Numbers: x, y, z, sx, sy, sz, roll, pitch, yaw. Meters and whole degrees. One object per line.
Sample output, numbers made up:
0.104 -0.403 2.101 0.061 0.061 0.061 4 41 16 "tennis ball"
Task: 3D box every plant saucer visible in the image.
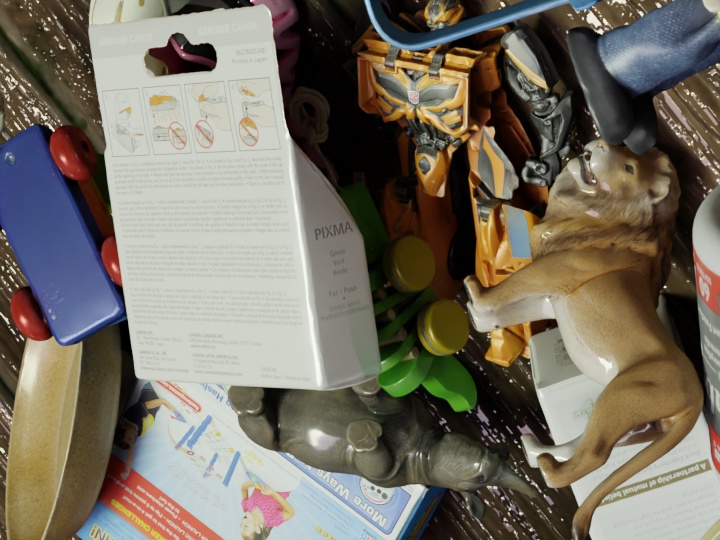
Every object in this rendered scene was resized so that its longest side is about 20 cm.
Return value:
-0.188 0.092 1.439 0.035 0.201 0.200 10 140 -19 "plant saucer"

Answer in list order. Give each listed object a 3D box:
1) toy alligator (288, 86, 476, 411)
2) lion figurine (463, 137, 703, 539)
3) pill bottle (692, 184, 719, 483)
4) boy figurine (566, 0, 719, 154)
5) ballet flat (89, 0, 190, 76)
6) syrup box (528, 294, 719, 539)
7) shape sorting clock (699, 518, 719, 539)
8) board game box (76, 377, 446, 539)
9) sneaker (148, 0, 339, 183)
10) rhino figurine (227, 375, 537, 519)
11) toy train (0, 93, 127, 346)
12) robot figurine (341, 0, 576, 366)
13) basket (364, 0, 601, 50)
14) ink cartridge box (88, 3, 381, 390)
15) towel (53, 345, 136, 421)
0.000 0.000 1.208 0.059 0.054 0.200 -16 108 46 "toy alligator"
0.125 0.032 1.114 0.073 0.122 0.201 74 177 -63 "lion figurine"
0.224 0.055 1.090 0.116 0.116 0.201 13 127 34 "pill bottle"
0.196 -0.120 1.003 0.199 0.124 0.065 -22 76 20 "boy figurine"
-0.125 -0.133 1.304 0.067 0.064 0.201 18 128 36 "ballet flat"
0.160 0.124 1.203 0.081 0.079 0.201 -19 108 8 "syrup box"
0.243 0.148 1.062 0.199 0.039 0.201 -4 131 -5 "shape sorting clock"
-0.062 0.140 1.409 0.200 0.056 0.196 36 122 15 "board game box"
-0.071 -0.069 1.280 0.079 0.095 0.201 5 122 37 "sneaker"
0.010 0.091 1.278 0.199 0.060 0.087 18 162 20 "rhino figurine"
-0.180 -0.057 1.346 0.084 0.116 0.201 -29 83 19 "toy train"
0.051 -0.052 1.210 0.145 0.058 0.201 13 127 34 "robot figurine"
0.081 -0.198 1.006 0.199 0.139 0.177 -11 114 12 "basket"
-0.070 -0.038 1.203 0.161 0.050 0.201 1 100 47 "ink cartridge box"
-0.140 0.144 1.536 0.132 0.034 0.201 10 124 36 "towel"
